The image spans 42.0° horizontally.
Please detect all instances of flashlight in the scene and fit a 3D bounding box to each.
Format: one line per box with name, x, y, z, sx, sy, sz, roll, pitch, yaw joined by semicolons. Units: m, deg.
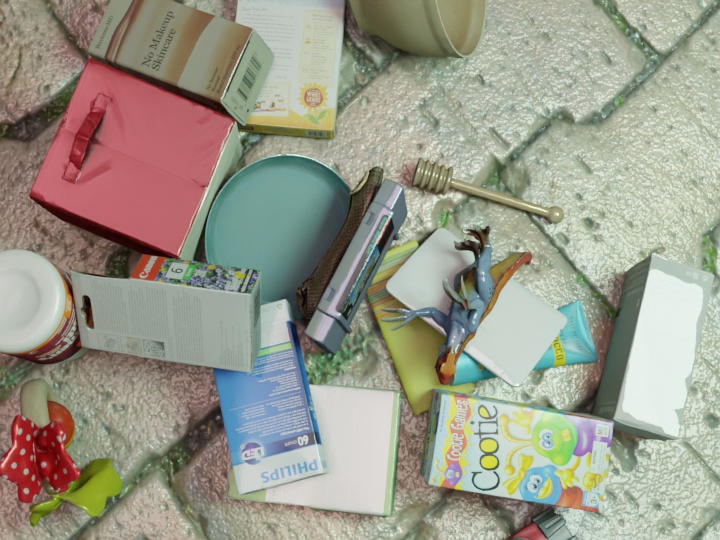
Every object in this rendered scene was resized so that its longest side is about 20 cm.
flashlight;0.162;0.358;1.087;0.199;0.068;0.068;-34;77;-8

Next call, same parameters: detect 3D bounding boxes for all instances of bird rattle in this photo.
bird rattle;-0.357;0.200;1.051;0.111;0.201;0.164;-22;57;-5

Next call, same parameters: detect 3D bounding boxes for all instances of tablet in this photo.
tablet;0.141;0.040;1.134;0.199;0.014;0.130;37;56;13

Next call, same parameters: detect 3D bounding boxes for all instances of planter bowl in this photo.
planter bowl;0.064;-0.362;1.167;0.133;0.200;0.204;1;78;26

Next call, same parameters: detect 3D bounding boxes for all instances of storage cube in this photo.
storage cube;-0.253;-0.115;1.101;0.177;0.200;0.173;22;83;-2

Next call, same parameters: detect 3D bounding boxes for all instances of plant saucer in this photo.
plant saucer;-0.093;-0.040;1.138;0.197;0.027;0.204;-5;103;-19

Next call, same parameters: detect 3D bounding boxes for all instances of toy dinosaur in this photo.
toy dinosaur;0.131;0.044;1.071;0.197;0.105;0.185;9;72;-19

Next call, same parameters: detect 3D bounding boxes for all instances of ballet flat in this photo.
ballet flat;-0.026;-0.035;1.121;0.046;0.067;0.202;25;97;1

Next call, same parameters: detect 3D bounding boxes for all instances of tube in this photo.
tube;0.194;0.094;1.144;0.197;0.050;0.079;-12;85;-17

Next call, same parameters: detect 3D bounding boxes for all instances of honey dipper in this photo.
honey dipper;0.162;-0.095;1.186;0.197;0.038;0.039;19;80;-1

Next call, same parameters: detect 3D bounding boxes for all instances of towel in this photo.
towel;0.067;0.070;1.164;0.085;0.018;0.203;-21;81;-1

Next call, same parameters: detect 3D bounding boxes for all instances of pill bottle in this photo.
pill bottle;-0.364;0.048;1.064;0.108;0.200;0.112;0;79;-1

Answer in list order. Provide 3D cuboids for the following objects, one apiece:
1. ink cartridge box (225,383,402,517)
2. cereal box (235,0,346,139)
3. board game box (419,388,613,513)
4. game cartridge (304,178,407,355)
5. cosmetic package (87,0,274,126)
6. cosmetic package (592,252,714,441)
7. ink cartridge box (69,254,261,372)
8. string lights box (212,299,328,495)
ink cartridge box;-0.053;0.210;1.121;0.196;0.048;0.148;4;79;7
cereal box;-0.095;-0.276;1.210;0.141;0.040;0.203;5;79;2
board game box;0.177;0.206;1.088;0.197;0.103;0.107;9;86;-1
game cartridge;0.000;0.000;1.102;0.038;0.130;0.202;27;83;6
cosmetic package;-0.220;-0.267;1.159;0.198;0.087;0.105;21;84;17
cosmetic package;0.347;0.096;1.119;0.089;0.107;0.203;19;78;2
ink cartridge box;-0.208;0.043;1.023;0.197;0.110;0.051;8;35;5
string lights box;-0.109;0.146;1.084;0.101;0.059;0.203;-13;78;1
